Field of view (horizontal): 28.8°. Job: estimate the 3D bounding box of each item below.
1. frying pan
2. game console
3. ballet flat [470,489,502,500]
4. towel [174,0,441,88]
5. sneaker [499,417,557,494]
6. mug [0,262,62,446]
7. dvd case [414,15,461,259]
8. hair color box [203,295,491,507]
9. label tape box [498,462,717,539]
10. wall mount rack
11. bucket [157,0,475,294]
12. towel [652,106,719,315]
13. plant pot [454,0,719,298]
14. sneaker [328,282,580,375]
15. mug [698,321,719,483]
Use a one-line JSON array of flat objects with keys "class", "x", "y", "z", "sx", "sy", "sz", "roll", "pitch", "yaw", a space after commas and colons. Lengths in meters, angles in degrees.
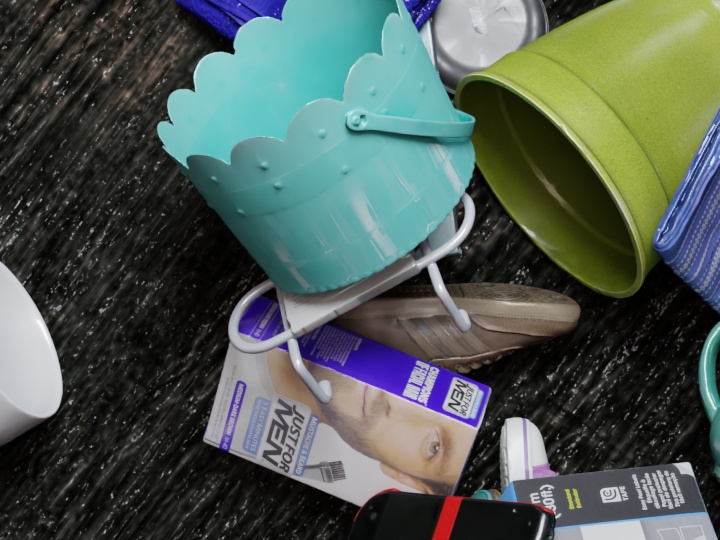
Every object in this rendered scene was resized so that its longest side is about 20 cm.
[{"class": "frying pan", "x": 0.060, "y": -0.201, "z": 1.138, "sx": 0.187, "sy": 0.031, "sz": 0.117, "roll": 6, "pitch": 83, "yaw": 2}, {"class": "game console", "x": 0.039, "y": 0.249, "z": 0.963, "sx": 0.175, "sy": 0.031, "sz": 0.202, "roll": -2, "pitch": 59, "yaw": 43}, {"class": "ballet flat", "x": 0.070, "y": 0.266, "z": 1.077, "sx": 0.072, "sy": 0.068, "sz": 0.201, "roll": 33, "pitch": 87, "yaw": -14}, {"class": "towel", "x": -0.043, "y": -0.230, "z": 1.109, "sx": 0.199, "sy": 0.050, "sz": 0.148, "roll": 36, "pitch": 89, "yaw": 23}, {"class": "sneaker", "x": 0.170, "y": 0.204, "z": 1.071, "sx": 0.113, "sy": 0.073, "sz": 0.204, "roll": -12, "pitch": 95, "yaw": 2}, {"class": "mug", "x": -0.335, "y": 0.104, "z": 1.058, "sx": 0.174, "sy": 0.148, "sz": 0.201, "roll": -28, "pitch": 48, "yaw": 10}, {"class": "dvd case", "x": -0.001, "y": -0.103, "z": 1.120, "sx": 0.144, "sy": 0.022, "sz": 0.203, "roll": -7, "pitch": 84, "yaw": 14}, {"class": "hair color box", "x": -0.011, "y": 0.111, "z": 1.071, "sx": 0.197, "sy": 0.065, "sz": 0.110, "roll": 20, "pitch": 119, "yaw": 4}, {"class": "label tape box", "x": 0.147, "y": 0.215, "z": 0.962, "sx": 0.197, "sy": 0.064, "sz": 0.145, "roll": -6, "pitch": 40, "yaw": -3}, {"class": "wall mount rack", "x": 0.000, "y": 0.000, "z": 1.018, "sx": 0.198, "sy": 0.075, "sz": 0.175, "roll": -28, "pitch": 41, "yaw": 11}, {"class": "bucket", "x": -0.025, "y": -0.094, "z": 0.968, "sx": 0.206, "sy": 0.207, "sz": 0.135, "roll": -35, "pitch": 119, "yaw": 0}, {"class": "towel", "x": 0.285, "y": -0.045, "z": 1.029, "sx": 0.024, "sy": 0.199, "sz": 0.146, "roll": 27, "pitch": 88, "yaw": 37}, {"class": "plant pot", "x": 0.206, "y": -0.120, "z": 1.048, "sx": 0.192, "sy": 0.201, "sz": 0.201, "roll": -39, "pitch": 83, "yaw": -12}, {"class": "sneaker", "x": 0.073, "y": 0.053, "z": 1.101, "sx": 0.197, "sy": 0.070, "sz": 0.077, "roll": 1, "pitch": 101, "yaw": 9}, {"class": "mug", "x": 0.323, "y": 0.137, "z": 1.035, "sx": 0.114, "sy": 0.185, "sz": 0.152, "roll": -41, "pitch": 123, "yaw": 2}]
